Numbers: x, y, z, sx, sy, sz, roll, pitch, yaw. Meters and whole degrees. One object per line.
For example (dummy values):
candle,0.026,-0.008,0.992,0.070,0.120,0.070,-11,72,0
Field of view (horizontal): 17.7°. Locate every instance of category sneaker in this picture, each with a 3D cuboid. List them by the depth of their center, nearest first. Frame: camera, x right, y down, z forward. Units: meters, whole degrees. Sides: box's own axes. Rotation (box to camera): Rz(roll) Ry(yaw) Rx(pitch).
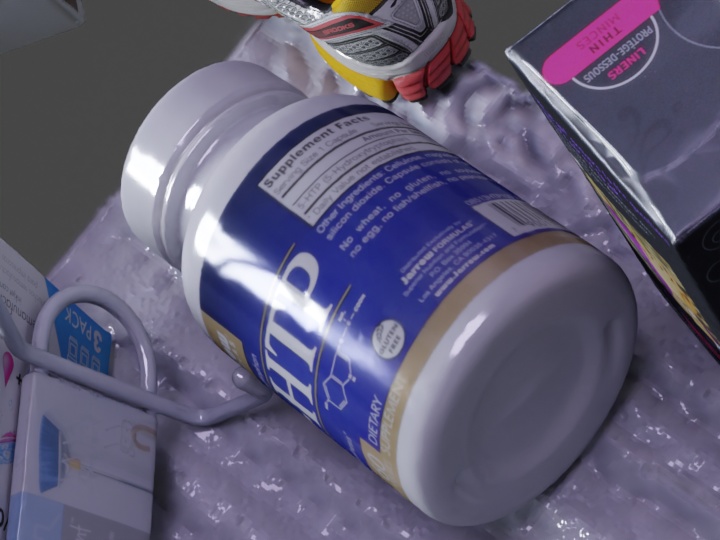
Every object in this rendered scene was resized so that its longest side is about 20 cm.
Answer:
sneaker,-0.034,-0.154,1.038,0.200,0.082,0.078,32,81,35

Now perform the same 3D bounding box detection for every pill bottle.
pill bottle,0.000,0.000,0.918,0.200,0.120,0.120,36,83,35

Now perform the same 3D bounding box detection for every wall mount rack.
wall mount rack,-0.111,0.078,0.896,0.074,0.174,0.201,-24,53,40

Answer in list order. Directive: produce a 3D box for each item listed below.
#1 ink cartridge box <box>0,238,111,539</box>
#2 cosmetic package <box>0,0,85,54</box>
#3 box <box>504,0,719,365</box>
ink cartridge box,-0.163,0.097,0.945,0.068,0.115,0.201,-9,61,22
cosmetic package,-0.262,-0.180,1.084,0.199,0.165,0.165,-19,73,12
box,0.154,-0.034,0.815,0.122,0.200,0.106,-38,55,2
